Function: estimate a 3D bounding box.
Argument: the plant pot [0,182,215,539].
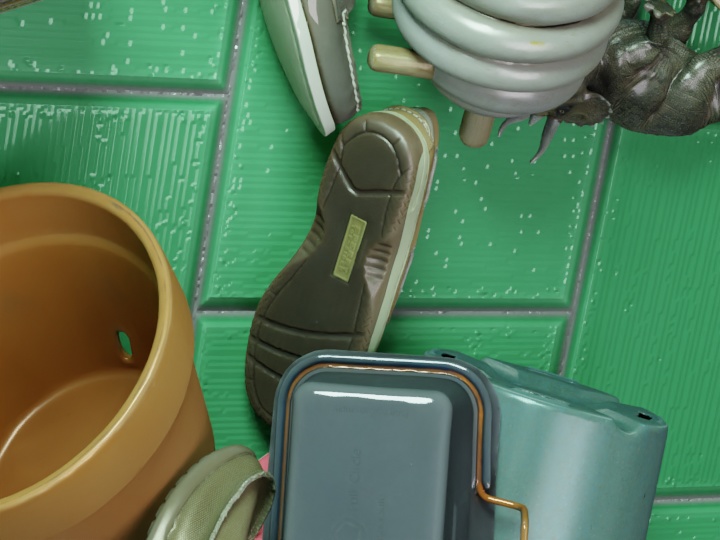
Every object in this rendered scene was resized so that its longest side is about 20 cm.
[{"bbox_3d":[-0.162,0.075,1.492,0.200,0.200,0.140,-41,139,-7],"label":"plant pot"}]

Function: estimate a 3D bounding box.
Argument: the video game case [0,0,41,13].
[{"bbox_3d":[-0.201,-0.132,1.386,0.199,0.182,0.022,-20,93,-19],"label":"video game case"}]

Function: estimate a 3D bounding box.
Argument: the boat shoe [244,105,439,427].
[{"bbox_3d":[0.000,0.000,1.610,0.076,0.071,0.201,-28,148,-60],"label":"boat shoe"}]

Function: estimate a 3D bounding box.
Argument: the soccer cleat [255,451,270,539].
[{"bbox_3d":[-0.061,0.175,1.617,0.200,0.066,0.077,-54,155,-11],"label":"soccer cleat"}]

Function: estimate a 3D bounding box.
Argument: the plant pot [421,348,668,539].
[{"bbox_3d":[0.080,0.159,1.652,0.199,0.200,0.197,13,97,-31],"label":"plant pot"}]

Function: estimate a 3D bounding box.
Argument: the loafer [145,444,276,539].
[{"bbox_3d":[-0.086,0.175,1.441,0.076,0.067,0.201,91,24,-54],"label":"loafer"}]

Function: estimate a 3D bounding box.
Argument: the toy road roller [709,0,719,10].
[{"bbox_3d":[0.166,-0.232,1.573,0.145,0.123,0.201,-12,114,-8],"label":"toy road roller"}]

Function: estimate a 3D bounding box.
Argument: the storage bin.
[{"bbox_3d":[0.015,0.142,1.505,0.144,0.134,0.202,4,87,4],"label":"storage bin"}]

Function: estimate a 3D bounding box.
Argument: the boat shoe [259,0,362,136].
[{"bbox_3d":[-0.027,-0.169,1.522,0.060,0.072,0.203,-22,115,-13],"label":"boat shoe"}]

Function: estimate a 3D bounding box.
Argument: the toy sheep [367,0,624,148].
[{"bbox_3d":[0.075,-0.149,1.533,0.137,0.138,0.201,-11,140,-23],"label":"toy sheep"}]

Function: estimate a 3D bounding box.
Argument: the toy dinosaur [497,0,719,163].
[{"bbox_3d":[0.168,-0.115,1.657,0.199,0.077,0.103,6,127,-38],"label":"toy dinosaur"}]
